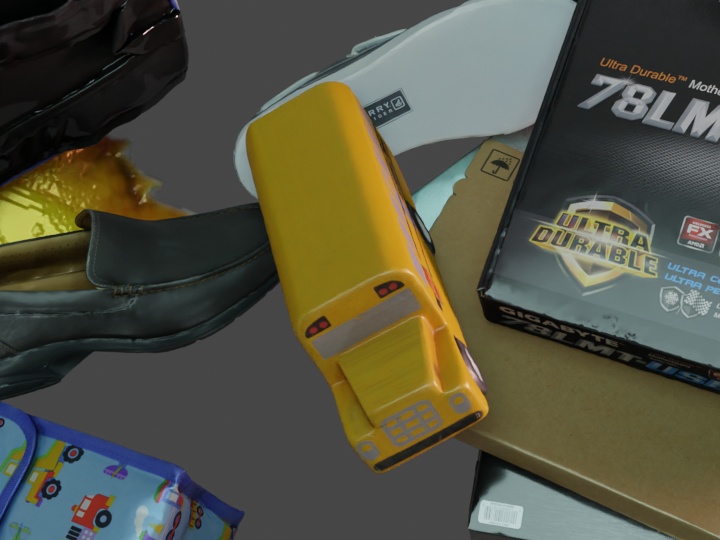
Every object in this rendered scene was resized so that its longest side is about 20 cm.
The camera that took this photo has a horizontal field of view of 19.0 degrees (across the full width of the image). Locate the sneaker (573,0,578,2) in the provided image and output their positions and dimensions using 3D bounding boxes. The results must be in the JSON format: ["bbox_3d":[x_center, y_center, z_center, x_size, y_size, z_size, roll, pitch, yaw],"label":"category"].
[{"bbox_3d":[0.130,-0.209,1.151,0.072,0.072,0.201,27,91,-23],"label":"sneaker"}]

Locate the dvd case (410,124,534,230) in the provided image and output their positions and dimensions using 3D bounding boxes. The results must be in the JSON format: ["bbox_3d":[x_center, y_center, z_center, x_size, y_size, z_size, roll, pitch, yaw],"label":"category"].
[{"bbox_3d":[0.137,-0.034,1.120,0.200,0.022,0.146,-35,75,-5],"label":"dvd case"}]

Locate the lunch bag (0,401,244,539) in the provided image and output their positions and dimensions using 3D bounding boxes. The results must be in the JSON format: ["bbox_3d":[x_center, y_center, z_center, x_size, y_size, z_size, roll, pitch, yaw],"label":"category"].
[{"bbox_3d":[-0.185,0.148,1.084,0.199,0.094,0.151,18,76,24],"label":"lunch bag"}]

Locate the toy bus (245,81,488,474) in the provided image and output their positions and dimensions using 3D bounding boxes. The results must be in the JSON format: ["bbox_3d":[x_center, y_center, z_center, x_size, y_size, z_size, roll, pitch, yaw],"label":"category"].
[{"bbox_3d":[0.000,0.000,1.013,0.065,0.078,0.200,-27,38,8],"label":"toy bus"}]

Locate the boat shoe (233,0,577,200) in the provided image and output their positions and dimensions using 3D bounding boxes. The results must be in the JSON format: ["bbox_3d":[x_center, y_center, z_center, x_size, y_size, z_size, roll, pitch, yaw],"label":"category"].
[{"bbox_3d":[0.027,-0.094,1.122,0.199,0.068,0.072,-25,108,7],"label":"boat shoe"}]

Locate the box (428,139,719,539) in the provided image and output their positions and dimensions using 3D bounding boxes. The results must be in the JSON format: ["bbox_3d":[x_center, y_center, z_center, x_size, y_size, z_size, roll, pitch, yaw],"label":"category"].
[{"bbox_3d":[0.115,0.032,1.049,0.199,0.021,0.164,23,59,16],"label":"box"}]

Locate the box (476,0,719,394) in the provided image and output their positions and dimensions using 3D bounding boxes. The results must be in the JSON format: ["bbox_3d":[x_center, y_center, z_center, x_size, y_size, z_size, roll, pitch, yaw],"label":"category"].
[{"bbox_3d":[0.180,-0.044,1.026,0.199,0.050,0.199,17,76,14],"label":"box"}]

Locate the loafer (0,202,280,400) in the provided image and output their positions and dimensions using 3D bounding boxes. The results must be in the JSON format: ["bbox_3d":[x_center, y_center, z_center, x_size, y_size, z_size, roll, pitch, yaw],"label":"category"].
[{"bbox_3d":[-0.127,0.002,1.094,0.199,0.073,0.073,-21,36,-12],"label":"loafer"}]

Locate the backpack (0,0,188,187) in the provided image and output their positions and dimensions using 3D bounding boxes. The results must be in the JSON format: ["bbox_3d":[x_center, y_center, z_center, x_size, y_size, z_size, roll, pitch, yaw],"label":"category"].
[{"bbox_3d":[-0.192,-0.131,1.105,0.189,0.200,0.155,-18,59,-3],"label":"backpack"}]

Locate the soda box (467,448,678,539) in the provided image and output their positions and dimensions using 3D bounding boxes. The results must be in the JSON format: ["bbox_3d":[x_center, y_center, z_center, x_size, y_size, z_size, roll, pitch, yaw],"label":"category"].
[{"bbox_3d":[0.155,0.119,1.053,0.199,0.071,0.064,9,76,8],"label":"soda box"}]
